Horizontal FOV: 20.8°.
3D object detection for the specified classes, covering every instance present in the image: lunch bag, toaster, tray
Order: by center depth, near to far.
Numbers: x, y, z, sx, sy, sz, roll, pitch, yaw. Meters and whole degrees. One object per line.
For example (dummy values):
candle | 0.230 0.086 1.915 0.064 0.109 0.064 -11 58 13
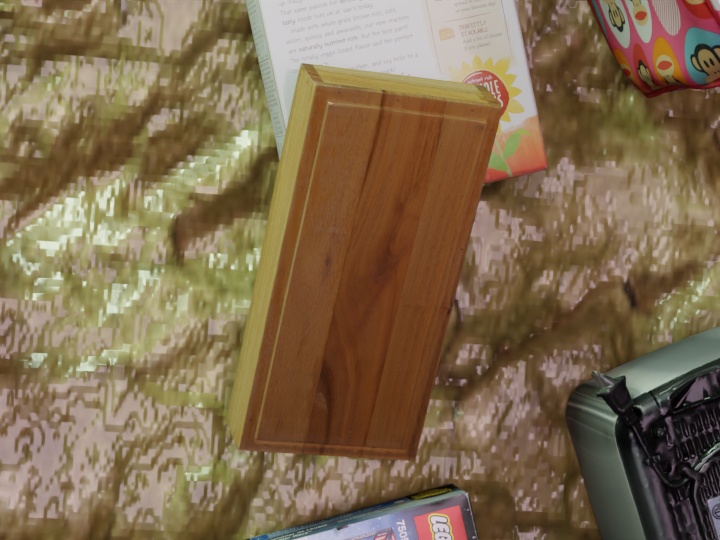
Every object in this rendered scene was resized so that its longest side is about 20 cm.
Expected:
lunch bag | 0.152 -0.180 0.986 0.082 0.200 0.177 -27 97 -5
tray | 0.000 0.000 0.999 0.098 0.037 0.201 5 114 -18
toaster | 0.217 0.114 1.046 0.180 0.119 0.201 -19 96 -11

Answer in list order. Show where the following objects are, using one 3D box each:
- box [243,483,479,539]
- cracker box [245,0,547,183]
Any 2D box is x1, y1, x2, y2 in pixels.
box | 0.011 0.228 1.049 0.136 0.040 0.201 -13 94 -9
cracker box | 0.011 -0.136 1.029 0.133 0.058 0.201 -12 95 -9
